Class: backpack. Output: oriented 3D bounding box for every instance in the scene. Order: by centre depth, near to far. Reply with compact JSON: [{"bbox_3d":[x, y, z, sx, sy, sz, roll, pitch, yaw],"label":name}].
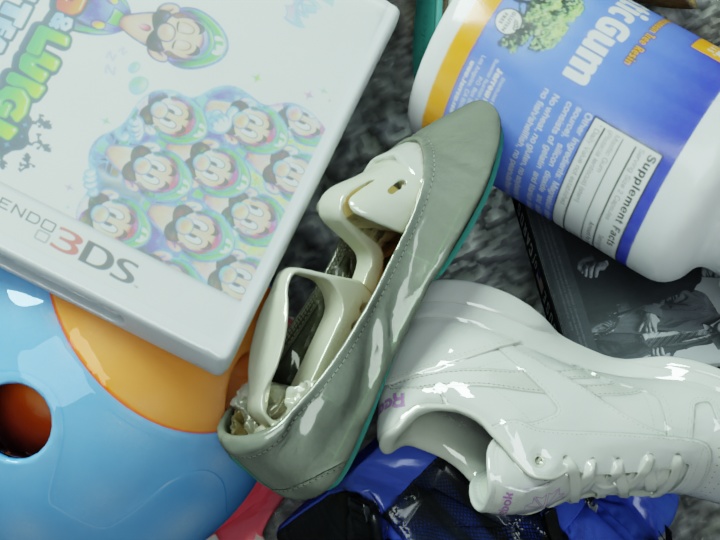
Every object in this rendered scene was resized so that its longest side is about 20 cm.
[{"bbox_3d":[0.083,0.153,0.731,0.167,0.163,0.200,-39,85,-20],"label":"backpack"}]

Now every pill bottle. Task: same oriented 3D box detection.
[{"bbox_3d":[0.132,-0.065,0.700,0.199,0.112,0.113,31,89,15],"label":"pill bottle"}]

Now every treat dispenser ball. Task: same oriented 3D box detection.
[{"bbox_3d":[-0.133,0.047,0.695,0.198,0.201,0.204,0,88,2],"label":"treat dispenser ball"}]

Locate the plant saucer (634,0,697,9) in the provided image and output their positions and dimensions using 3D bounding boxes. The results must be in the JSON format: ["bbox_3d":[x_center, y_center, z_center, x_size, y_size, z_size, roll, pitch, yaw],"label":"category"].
[{"bbox_3d":[0.106,-0.211,0.732,0.035,0.200,0.202,-29,88,20],"label":"plant saucer"}]

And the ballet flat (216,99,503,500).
[{"bbox_3d":[0.000,0.000,0.629,0.063,0.067,0.202,33,75,-27],"label":"ballet flat"}]

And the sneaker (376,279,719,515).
[{"bbox_3d":[0.099,0.079,0.641,0.198,0.075,0.100,18,54,6],"label":"sneaker"}]

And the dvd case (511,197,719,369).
[{"bbox_3d":[0.188,-0.010,0.750,0.197,0.025,0.152,-6,54,-7],"label":"dvd case"}]

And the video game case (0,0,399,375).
[{"bbox_3d":[-0.099,-0.079,0.636,0.180,0.024,0.201,26,62,-2],"label":"video game case"}]

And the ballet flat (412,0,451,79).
[{"bbox_3d":[0.061,-0.186,0.770,0.068,0.070,0.202,-1,116,2],"label":"ballet flat"}]

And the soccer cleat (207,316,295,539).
[{"bbox_3d":[-0.079,0.115,0.794,0.200,0.067,0.077,-48,55,6],"label":"soccer cleat"}]
